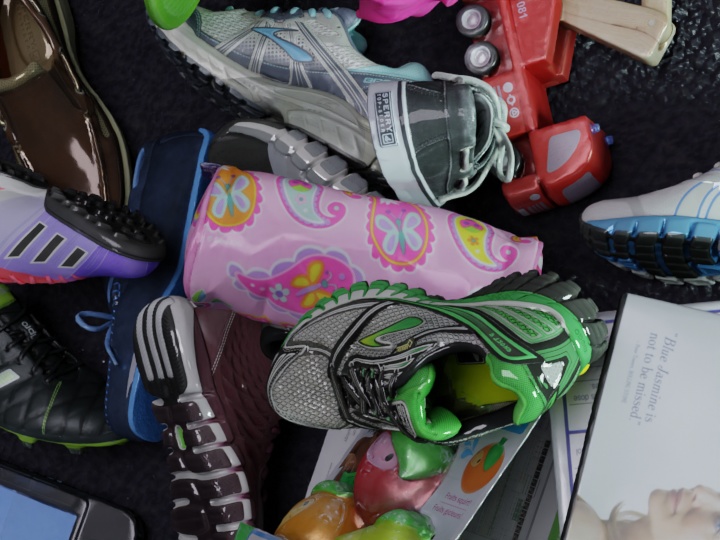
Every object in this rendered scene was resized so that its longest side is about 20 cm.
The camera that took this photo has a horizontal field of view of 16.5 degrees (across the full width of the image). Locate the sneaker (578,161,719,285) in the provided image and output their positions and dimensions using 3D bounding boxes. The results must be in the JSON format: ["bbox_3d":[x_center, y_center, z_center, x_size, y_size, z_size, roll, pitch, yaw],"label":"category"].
[{"bbox_3d":[0.222,-0.043,1.393,0.199,0.075,0.087,-3,69,16],"label":"sneaker"}]

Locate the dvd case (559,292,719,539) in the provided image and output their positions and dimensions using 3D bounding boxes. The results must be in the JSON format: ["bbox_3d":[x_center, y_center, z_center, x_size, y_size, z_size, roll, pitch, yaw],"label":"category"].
[{"bbox_3d":[0.212,0.101,1.259,0.199,0.018,0.143,13,78,10],"label":"dvd case"}]

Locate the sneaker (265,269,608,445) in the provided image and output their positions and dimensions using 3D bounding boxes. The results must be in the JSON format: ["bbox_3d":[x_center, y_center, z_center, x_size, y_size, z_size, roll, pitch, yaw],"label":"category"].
[{"bbox_3d":[0.025,0.051,1.286,0.200,0.085,0.078,-13,112,39],"label":"sneaker"}]

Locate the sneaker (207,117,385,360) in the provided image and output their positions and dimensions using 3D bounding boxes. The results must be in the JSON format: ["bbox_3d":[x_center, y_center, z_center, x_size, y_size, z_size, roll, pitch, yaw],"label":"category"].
[{"bbox_3d":[-0.037,-0.006,1.455,0.200,0.075,0.115,32,62,24],"label":"sneaker"}]

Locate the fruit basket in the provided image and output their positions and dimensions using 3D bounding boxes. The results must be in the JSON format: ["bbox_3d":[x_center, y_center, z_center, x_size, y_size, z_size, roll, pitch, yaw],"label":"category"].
[{"bbox_3d":[0.003,0.135,1.346,0.200,0.094,0.185,-60,22,-8],"label":"fruit basket"}]

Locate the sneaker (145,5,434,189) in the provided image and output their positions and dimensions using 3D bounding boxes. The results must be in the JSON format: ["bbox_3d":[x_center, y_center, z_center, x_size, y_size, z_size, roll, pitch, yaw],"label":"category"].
[{"bbox_3d":[-0.041,-0.127,1.528,0.200,0.078,0.086,31,79,20],"label":"sneaker"}]

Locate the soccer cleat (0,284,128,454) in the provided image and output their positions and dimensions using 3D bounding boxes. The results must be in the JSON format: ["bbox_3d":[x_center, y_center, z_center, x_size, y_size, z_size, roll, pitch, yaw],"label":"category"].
[{"bbox_3d":[-0.221,0.051,1.553,0.200,0.067,0.081,23,117,27],"label":"soccer cleat"}]

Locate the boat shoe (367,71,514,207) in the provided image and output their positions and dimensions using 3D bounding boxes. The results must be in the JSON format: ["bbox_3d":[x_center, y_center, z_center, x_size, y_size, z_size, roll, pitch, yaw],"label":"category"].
[{"bbox_3d":[0.050,-0.077,1.388,0.068,0.199,0.074,-8,81,7],"label":"boat shoe"}]

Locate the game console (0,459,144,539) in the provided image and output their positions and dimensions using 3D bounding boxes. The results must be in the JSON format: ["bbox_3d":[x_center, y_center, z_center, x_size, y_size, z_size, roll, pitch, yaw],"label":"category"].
[{"bbox_3d":[-0.261,0.195,1.518,0.200,0.119,0.173,18,86,25],"label":"game console"}]

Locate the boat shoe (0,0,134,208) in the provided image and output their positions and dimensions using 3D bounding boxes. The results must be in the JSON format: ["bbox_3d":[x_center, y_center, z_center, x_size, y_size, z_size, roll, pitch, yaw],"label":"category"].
[{"bbox_3d":[-0.207,-0.107,1.585,0.075,0.075,0.203,-30,68,15],"label":"boat shoe"}]

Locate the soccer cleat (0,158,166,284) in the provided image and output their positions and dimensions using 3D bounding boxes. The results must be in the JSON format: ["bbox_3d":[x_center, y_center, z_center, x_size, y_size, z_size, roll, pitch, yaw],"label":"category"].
[{"bbox_3d":[-0.194,-0.018,1.511,0.200,0.068,0.073,21,97,40],"label":"soccer cleat"}]

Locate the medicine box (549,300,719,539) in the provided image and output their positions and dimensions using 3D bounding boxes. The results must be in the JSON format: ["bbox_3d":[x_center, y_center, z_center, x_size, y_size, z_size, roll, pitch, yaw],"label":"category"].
[{"bbox_3d":[0.195,0.121,1.318,0.182,0.103,0.201,-5,76,6],"label":"medicine box"}]

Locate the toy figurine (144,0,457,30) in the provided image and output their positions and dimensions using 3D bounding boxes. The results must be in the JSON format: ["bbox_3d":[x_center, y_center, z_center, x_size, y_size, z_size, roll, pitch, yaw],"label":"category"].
[{"bbox_3d":[-0.012,-0.223,1.451,0.184,0.150,0.201,12,88,11],"label":"toy figurine"}]

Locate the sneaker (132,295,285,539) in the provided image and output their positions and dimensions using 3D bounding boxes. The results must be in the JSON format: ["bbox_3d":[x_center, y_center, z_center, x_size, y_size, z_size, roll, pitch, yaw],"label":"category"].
[{"bbox_3d":[-0.056,0.103,1.472,0.076,0.115,0.201,-1,102,56],"label":"sneaker"}]

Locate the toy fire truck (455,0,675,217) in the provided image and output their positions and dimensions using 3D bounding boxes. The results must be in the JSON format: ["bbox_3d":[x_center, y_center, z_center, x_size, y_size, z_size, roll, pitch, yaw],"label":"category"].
[{"bbox_3d":[0.132,-0.143,1.459,0.141,0.049,0.201,-17,72,19],"label":"toy fire truck"}]

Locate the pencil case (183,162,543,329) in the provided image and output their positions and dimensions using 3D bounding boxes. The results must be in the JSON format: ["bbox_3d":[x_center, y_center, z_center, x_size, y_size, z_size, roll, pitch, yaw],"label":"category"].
[{"bbox_3d":[0.000,0.000,1.375,0.199,0.087,0.088,12,83,4],"label":"pencil case"}]

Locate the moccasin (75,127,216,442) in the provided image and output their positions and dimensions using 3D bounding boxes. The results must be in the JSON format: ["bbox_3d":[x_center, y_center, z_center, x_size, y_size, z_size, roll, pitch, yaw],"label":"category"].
[{"bbox_3d":[-0.125,0.011,1.532,0.068,0.080,0.200,2,65,29],"label":"moccasin"}]

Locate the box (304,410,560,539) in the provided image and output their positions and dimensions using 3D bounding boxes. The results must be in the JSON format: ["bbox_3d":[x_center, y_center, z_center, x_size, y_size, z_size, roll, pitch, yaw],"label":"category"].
[{"bbox_3d":[0.067,0.132,1.434,0.200,0.036,0.145,18,86,27],"label":"box"}]
